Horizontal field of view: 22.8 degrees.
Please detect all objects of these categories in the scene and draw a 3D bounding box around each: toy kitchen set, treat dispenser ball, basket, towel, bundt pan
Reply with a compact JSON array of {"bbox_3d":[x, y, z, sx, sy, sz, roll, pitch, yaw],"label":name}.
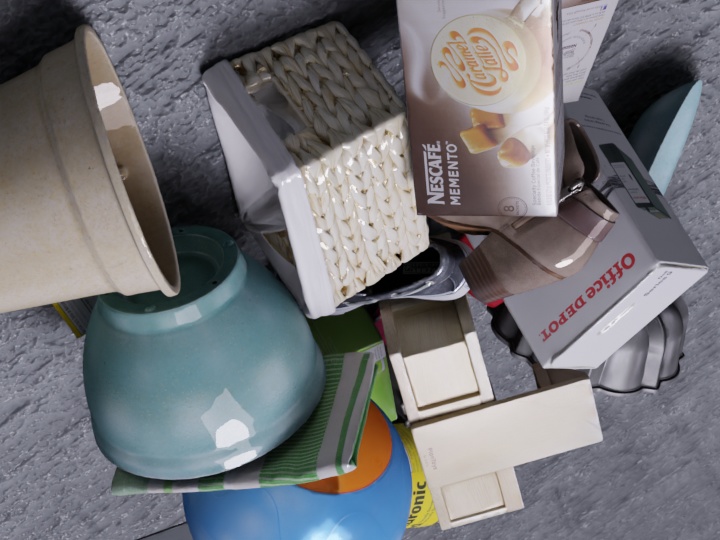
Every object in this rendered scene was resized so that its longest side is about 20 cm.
[{"bbox_3d":[0.118,0.090,1.631,0.162,0.181,0.201,-15,121,3],"label":"toy kitchen set"},{"bbox_3d":[-0.054,0.188,1.543,0.199,0.202,0.202,-21,145,-15],"label":"treat dispenser ball"},{"bbox_3d":[-0.031,-0.082,1.427,0.123,0.136,0.201,-28,146,-12],"label":"basket"},{"bbox_3d":[-0.091,0.122,1.450,0.198,0.153,0.024,-4,125,13],"label":"towel"},{"bbox_3d":[0.228,0.032,1.730,0.200,0.202,0.076,-7,129,-31],"label":"bundt pan"}]

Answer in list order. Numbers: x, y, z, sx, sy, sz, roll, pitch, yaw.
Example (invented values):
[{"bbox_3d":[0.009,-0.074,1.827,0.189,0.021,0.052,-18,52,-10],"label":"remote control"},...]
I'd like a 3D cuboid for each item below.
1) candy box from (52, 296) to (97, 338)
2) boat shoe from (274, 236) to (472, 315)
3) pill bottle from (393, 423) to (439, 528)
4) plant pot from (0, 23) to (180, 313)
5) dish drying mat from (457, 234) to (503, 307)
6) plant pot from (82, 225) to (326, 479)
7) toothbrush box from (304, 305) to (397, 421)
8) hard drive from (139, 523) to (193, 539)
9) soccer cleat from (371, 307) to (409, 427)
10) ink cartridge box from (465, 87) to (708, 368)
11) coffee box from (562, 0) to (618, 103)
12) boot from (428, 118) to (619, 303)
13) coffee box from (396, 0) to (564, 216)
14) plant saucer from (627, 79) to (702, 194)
[{"bbox_3d":[-0.223,-0.024,1.442,0.102,0.027,0.200,-28,147,-3],"label":"candy box"},{"bbox_3d":[0.000,0.000,1.538,0.199,0.072,0.068,0,173,33],"label":"boat shoe"},{"bbox_3d":[0.014,0.218,1.868,0.199,0.112,0.112,0,136,-37],"label":"pill bottle"},{"bbox_3d":[-0.246,-0.050,1.267,0.182,0.202,0.201,-18,146,2],"label":"plant pot"},{"bbox_3d":[0.156,-0.042,1.640,0.077,0.018,0.200,38,128,-9],"label":"dish drying mat"},{"bbox_3d":[-0.138,0.050,1.433,0.199,0.200,0.135,-23,125,-13],"label":"plant pot"},{"bbox_3d":[-0.075,0.116,1.688,0.199,0.086,0.146,-23,145,-10],"label":"toothbrush box"},{"bbox_3d":[-0.185,0.337,1.942,0.131,0.026,0.201,-18,145,-20],"label":"hard drive"},{"bbox_3d":[0.057,0.077,1.772,0.086,0.070,0.201,-38,152,-19],"label":"soccer cleat"},{"bbox_3d":[0.177,-0.036,1.510,0.084,0.201,0.146,5,139,-48],"label":"ink cartridge box"},{"bbox_3d":[0.141,-0.234,1.380,0.079,0.113,0.201,-12,141,-26],"label":"coffee box"},{"bbox_3d":[0.121,-0.076,1.460,0.146,0.201,0.070,-38,161,26],"label":"boot"},{"bbox_3d":[0.093,-0.142,1.325,0.113,0.080,0.201,2,131,9],"label":"coffee box"},{"bbox_3d":[0.263,-0.092,1.671,0.202,0.038,0.201,-60,166,-25],"label":"plant saucer"}]
